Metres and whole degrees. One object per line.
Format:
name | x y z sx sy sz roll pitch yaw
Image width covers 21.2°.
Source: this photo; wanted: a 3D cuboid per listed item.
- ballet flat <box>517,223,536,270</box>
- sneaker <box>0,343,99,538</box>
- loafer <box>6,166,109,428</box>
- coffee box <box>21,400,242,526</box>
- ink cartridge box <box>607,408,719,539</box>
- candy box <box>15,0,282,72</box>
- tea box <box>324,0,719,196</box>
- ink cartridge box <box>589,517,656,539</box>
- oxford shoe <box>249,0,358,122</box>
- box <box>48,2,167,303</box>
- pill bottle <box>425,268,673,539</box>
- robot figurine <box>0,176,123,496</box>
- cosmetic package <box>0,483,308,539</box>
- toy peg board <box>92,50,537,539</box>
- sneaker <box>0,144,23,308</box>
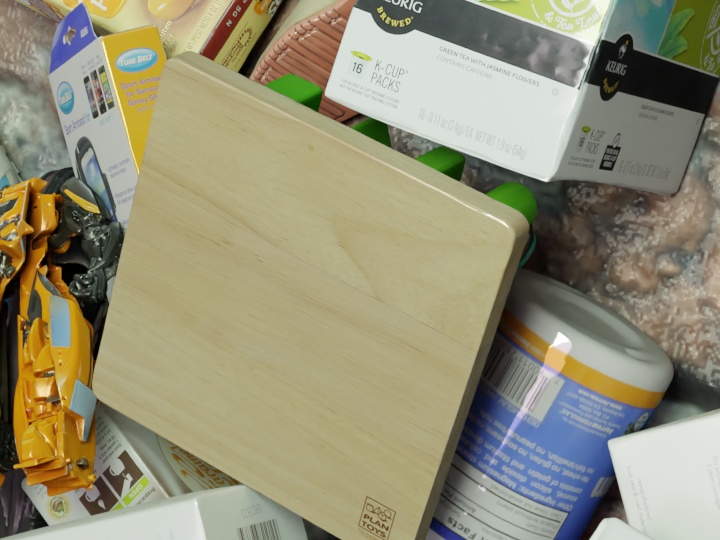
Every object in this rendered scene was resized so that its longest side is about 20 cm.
ballet flat | 0.000 0.000 1.046 0.200 0.072 0.073 -23 80 35
sneaker | -0.215 0.123 1.212 0.090 0.076 0.202 9 90 35
loafer | -0.176 0.021 1.153 0.063 0.072 0.201 -23 47 41
coffee box | -0.091 0.173 1.125 0.080 0.114 0.200 -46 71 19
ink cartridge box | 0.239 0.089 0.963 0.199 0.115 0.068 -17 84 24
candy box | -0.141 -0.196 1.162 0.199 0.055 0.116 28 80 22
tea box | 0.107 -0.153 0.979 0.133 0.200 0.198 22 100 24
ink cartridge box | 0.171 0.216 0.942 0.146 0.200 0.086 28 72 23
oxford shoe | 0.003 -0.154 1.115 0.200 0.071 0.074 -39 34 30
box | -0.130 -0.053 1.109 0.119 0.041 0.202 -12 91 66
pill bottle | 0.076 0.110 1.045 0.112 0.112 0.201 34 105 22
robot figurine | -0.199 0.036 1.074 0.144 0.058 0.201 -19 59 21
cosmetic package | -0.135 0.171 1.024 0.199 0.113 0.082 -17 83 26
toy peg board | -0.014 0.009 0.981 0.199 0.098 0.200 27 119 20
sneaker | -0.258 -0.062 1.230 0.076 0.081 0.201 -31 58 25
